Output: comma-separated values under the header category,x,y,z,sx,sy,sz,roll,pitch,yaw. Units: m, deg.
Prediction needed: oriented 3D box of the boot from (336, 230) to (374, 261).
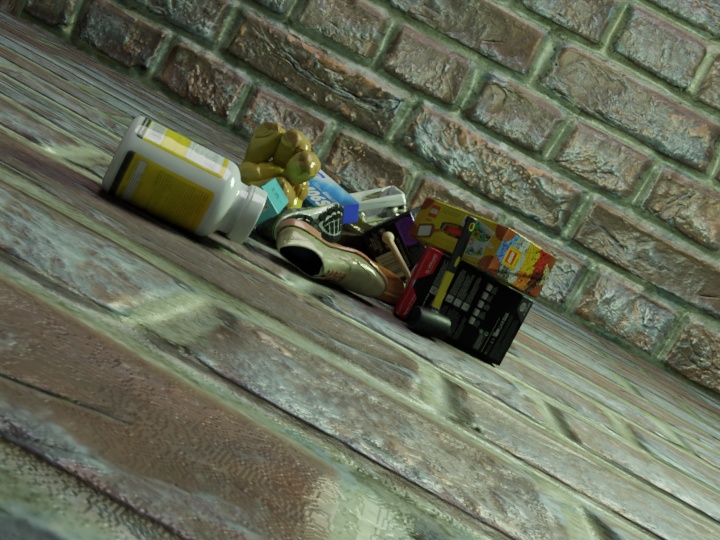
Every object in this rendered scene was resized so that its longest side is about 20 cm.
category,x,y,z,sx,sy,sz,roll,pitch,yaw
boot,-0.081,-0.081,1.677,0.200,0.064,0.186,29,4,40

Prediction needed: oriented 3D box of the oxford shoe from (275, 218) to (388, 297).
category,x,y,z,sx,sy,sz,roll,pitch,yaw
oxford shoe,-0.047,-0.002,1.288,0.200,0.071,0.074,27,33,-14

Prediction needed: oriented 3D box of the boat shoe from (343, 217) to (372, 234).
category,x,y,z,sx,sy,sz,roll,pitch,yaw
boat shoe,-0.027,-0.087,1.743,0.201,0.063,0.073,35,28,-19

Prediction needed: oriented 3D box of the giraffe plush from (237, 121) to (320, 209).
category,x,y,z,sx,sy,sz,roll,pitch,yaw
giraffe plush,-0.152,-0.148,1.527,0.173,0.200,0.162,60,7,32

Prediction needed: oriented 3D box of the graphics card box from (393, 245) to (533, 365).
category,x,y,z,sx,sy,sz,roll,pitch,yaw
graphics card box,0.169,0.058,1.368,0.200,0.126,0.051,26,3,-9

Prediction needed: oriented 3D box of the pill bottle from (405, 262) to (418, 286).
category,x,y,z,sx,sy,sz,roll,pitch,yaw
pill bottle,0.181,0.055,1.489,0.200,0.111,0.111,31,8,19

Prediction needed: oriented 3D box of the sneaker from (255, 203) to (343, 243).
category,x,y,z,sx,sy,sz,roll,pitch,yaw
sneaker,-0.099,-0.085,1.444,0.081,0.074,0.200,14,14,33

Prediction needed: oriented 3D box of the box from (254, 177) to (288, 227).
category,x,y,z,sx,sy,sz,roll,pitch,yaw
box,-0.168,-0.101,1.320,0.049,0.082,0.200,61,4,-9

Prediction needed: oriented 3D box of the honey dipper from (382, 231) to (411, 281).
category,x,y,z,sx,sy,sz,roll,pitch,yaw
honey dipper,0.085,0.004,1.472,0.038,0.038,0.200,21,34,-45

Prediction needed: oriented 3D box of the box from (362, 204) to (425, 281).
category,x,y,z,sx,sy,sz,roll,pitch,yaw
box,0.094,-0.053,1.666,0.122,0.106,0.200,67,16,-2

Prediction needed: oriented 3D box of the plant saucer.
category,x,y,z,sx,sy,sz,roll,pitch,yaw
plant saucer,0.000,0.000,1.489,0.200,0.037,0.200,29,7,-4

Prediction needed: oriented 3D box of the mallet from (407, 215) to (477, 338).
category,x,y,z,sx,sy,sz,roll,pitch,yaw
mallet,0.146,0.013,1.311,0.066,0.200,0.041,30,-1,-30

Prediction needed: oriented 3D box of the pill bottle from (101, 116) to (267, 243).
category,x,y,z,sx,sy,sz,roll,pitch,yaw
pill bottle,-0.232,-0.114,1.114,0.200,0.112,0.112,27,7,-16

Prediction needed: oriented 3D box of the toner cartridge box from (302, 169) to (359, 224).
category,x,y,z,sx,sy,sz,roll,pitch,yaw
toner cartridge box,-0.090,-0.150,1.650,0.095,0.043,0.200,-8,32,-28

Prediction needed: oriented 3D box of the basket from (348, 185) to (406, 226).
category,x,y,z,sx,sy,sz,roll,pitch,yaw
basket,0.034,-0.113,1.880,0.135,0.124,0.200,-10,12,-2

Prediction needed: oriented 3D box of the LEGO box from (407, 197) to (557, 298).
category,x,y,z,sx,sy,sz,roll,pitch,yaw
LEGO box,0.203,-0.040,1.401,0.149,0.077,0.200,26,1,-42
